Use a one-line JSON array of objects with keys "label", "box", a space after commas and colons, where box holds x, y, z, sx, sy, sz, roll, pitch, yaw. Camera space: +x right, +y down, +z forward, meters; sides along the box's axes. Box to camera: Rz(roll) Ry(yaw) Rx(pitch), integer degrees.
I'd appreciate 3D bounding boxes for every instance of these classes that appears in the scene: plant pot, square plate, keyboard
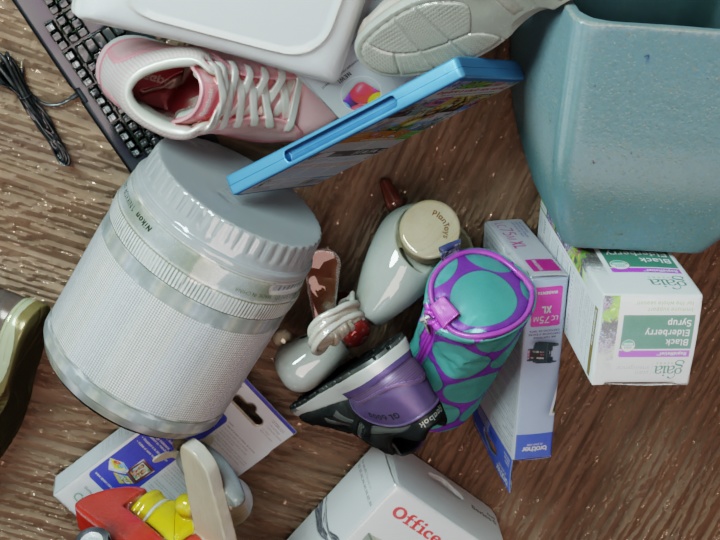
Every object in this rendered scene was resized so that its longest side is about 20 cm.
[{"label": "plant pot", "box": [0.215, -0.126, 1.115, 0.196, 0.196, 0.201, 3, 120, -10]}, {"label": "square plate", "box": [-0.078, -0.230, 0.987, 0.199, 0.028, 0.199, 12, 124, -16]}, {"label": "keyboard", "box": [-0.210, -0.141, 1.133, 0.127, 0.021, 0.200, -30, 114, 6]}]

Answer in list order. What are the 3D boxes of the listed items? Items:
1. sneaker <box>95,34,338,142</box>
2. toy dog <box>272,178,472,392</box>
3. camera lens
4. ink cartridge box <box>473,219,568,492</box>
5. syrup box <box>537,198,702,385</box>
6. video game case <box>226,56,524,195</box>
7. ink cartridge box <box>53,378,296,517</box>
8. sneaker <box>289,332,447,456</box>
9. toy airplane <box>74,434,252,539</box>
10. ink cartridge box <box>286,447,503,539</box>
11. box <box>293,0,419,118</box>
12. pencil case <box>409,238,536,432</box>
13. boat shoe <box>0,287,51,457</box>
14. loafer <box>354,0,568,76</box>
[{"label": "sneaker", "box": [-0.096, -0.129, 1.101, 0.199, 0.105, 0.076, 7, 106, -19]}, {"label": "toy dog", "box": [0.000, 0.000, 1.183, 0.200, 0.096, 0.132, -34, 160, -23]}, {"label": "camera lens", "box": [-0.140, 0.017, 1.132, 0.160, 0.160, 0.200, 26, 112, -19]}, {"label": "ink cartridge box", "box": [0.131, 0.071, 1.224, 0.042, 0.119, 0.201, -2, 114, -13]}, {"label": "syrup box", "box": [0.200, 0.010, 1.162, 0.078, 0.200, 0.082, 0, 115, -7]}, {"label": "video game case", "box": [0.013, -0.108, 1.090, 0.200, 0.143, 0.018, -25, 86, 24]}, {"label": "ink cartridge box", "box": [-0.162, 0.162, 1.270, 0.200, 0.037, 0.095, -36, 115, 11]}, {"label": "sneaker", "box": [0.006, 0.119, 1.187, 0.076, 0.200, 0.088, -36, 91, -22]}, {"label": "toy airplane", "box": [-0.122, 0.229, 1.213, 0.199, 0.141, 0.200, 45, 135, -13]}, {"label": "ink cartridge box", "box": [0.015, 0.274, 1.320, 0.145, 0.084, 0.200, 36, 105, -21]}, {"label": "box", "box": [-0.014, -0.217, 1.048, 0.156, 0.041, 0.200, -37, 122, 18]}, {"label": "pencil case", "box": [0.075, 0.059, 1.177, 0.092, 0.085, 0.200, -14, 155, -16]}, {"label": "boat shoe", "box": [-0.312, 0.093, 1.204, 0.066, 0.072, 0.201, 33, 122, 10]}, {"label": "loafer", "box": [0.085, -0.199, 1.015, 0.200, 0.063, 0.072, -22, 136, 28]}]
